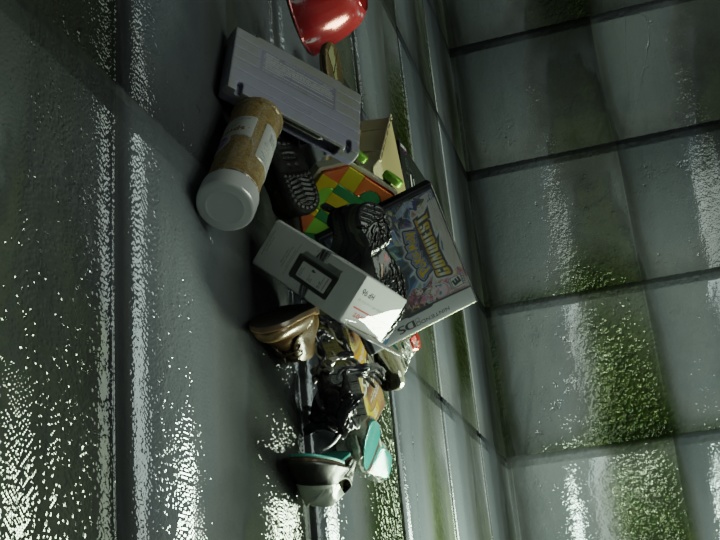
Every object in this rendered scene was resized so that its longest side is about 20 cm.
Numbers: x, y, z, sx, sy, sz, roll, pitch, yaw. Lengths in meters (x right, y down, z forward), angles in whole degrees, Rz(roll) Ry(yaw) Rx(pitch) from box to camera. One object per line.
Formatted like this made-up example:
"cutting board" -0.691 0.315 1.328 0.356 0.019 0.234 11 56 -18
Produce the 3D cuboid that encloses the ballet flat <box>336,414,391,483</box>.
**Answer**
"ballet flat" -0.002 0.259 1.485 0.200 0.072 0.072 71 14 -59

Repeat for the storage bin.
"storage bin" 0.013 -0.112 1.609 0.199 0.093 0.200 -76 156 -59

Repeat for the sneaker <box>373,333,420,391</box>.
"sneaker" 0.057 0.126 1.666 0.200 0.093 0.071 -125 -157 -67

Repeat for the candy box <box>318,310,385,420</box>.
"candy box" -0.018 0.131 1.549 0.115 0.055 0.201 -43 120 -73

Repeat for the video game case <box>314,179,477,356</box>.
"video game case" 0.054 -0.002 1.478 0.200 0.180 0.026 66 -7 -22

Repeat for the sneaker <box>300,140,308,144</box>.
"sneaker" -0.085 -0.229 1.561 0.200 0.075 0.088 39 72 -83

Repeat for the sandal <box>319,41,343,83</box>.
"sandal" -0.060 -0.280 1.720 0.080 0.054 0.200 -75 166 -49

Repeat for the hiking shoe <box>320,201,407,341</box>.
"hiking shoe" 0.000 0.000 1.406 0.076 0.101 0.201 -25 114 -42

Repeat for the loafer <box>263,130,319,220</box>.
"loafer" -0.120 -0.153 1.357 0.073 0.071 0.200 0 66 -42

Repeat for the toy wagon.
"toy wagon" -0.002 -0.077 1.473 0.200 0.155 0.040 31 11 -29

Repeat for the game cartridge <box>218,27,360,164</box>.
"game cartridge" -0.089 -0.229 1.358 0.200 0.038 0.130 25 39 -24

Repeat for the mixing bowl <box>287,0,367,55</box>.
"mixing bowl" -0.052 -0.478 1.771 0.200 0.108 0.201 -10 90 -77

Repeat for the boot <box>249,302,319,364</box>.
"boot" -0.086 0.083 1.291 0.200 0.073 0.076 -6 92 -79

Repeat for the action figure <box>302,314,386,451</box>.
"action figure" -0.024 0.152 1.386 0.102 0.119 0.200 20 44 -34

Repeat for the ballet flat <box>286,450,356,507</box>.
"ballet flat" -0.043 0.268 1.328 0.200 0.068 0.069 30 59 -72

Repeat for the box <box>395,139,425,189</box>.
"box" 0.046 -0.122 1.861 0.200 0.124 0.149 41 41 -67

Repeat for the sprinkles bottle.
"sprinkles bottle" -0.139 -0.130 1.218 0.200 0.068 0.068 -80 156 -52

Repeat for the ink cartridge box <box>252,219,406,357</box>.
"ink cartridge box" -0.024 0.023 1.286 0.068 0.200 0.116 -58 148 1
